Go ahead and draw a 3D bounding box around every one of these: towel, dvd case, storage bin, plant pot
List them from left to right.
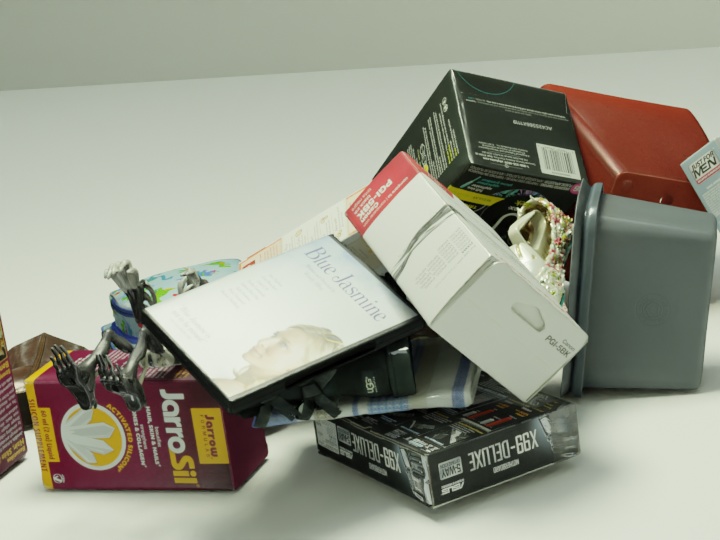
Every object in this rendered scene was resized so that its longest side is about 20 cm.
[{"bbox_3d":[-0.065,0.041,1.502,0.199,0.018,0.143,-22,44,-29],"label":"dvd case"},{"bbox_3d":[0.012,0.101,1.591,0.199,0.024,0.147,-8,17,11],"label":"towel"},{"bbox_3d":[0.288,-0.069,1.959,0.199,0.201,0.176,8,22,-20],"label":"plant pot"},{"bbox_3d":[0.269,0.021,1.713,0.134,0.201,0.146,7,17,9],"label":"storage bin"}]

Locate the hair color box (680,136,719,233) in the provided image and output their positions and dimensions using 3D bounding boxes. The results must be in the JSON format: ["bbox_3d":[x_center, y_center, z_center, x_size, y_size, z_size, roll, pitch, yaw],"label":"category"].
[{"bbox_3d":[0.429,-0.050,1.852,0.099,0.201,0.061,-20,-13,-39],"label":"hair color box"}]

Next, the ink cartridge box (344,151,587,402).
[{"bbox_3d":[0.090,0.004,1.552,0.083,0.147,0.200,-46,36,7],"label":"ink cartridge box"}]

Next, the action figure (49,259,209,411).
[{"bbox_3d":[-0.176,0.044,1.576,0.118,0.103,0.200,4,28,34],"label":"action figure"}]

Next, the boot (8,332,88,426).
[{"bbox_3d":[-0.381,0.115,1.901,0.185,0.065,0.200,3,17,-10],"label":"boot"}]

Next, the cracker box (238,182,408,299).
[{"bbox_3d":[0.000,0.000,1.711,0.199,0.134,0.058,-30,41,20],"label":"cracker box"}]

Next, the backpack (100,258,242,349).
[{"bbox_3d":[-0.166,0.079,1.776,0.182,0.148,0.200,-15,20,-13],"label":"backpack"}]

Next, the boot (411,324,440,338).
[{"bbox_3d":[0.136,0.028,1.771,0.199,0.064,0.186,8,39,47],"label":"boot"}]

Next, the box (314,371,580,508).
[{"bbox_3d":[0.073,0.140,1.583,0.157,0.050,0.200,-16,16,-29],"label":"box"}]

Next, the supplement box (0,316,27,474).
[{"bbox_3d":[-0.403,0.107,1.679,0.103,0.201,0.131,-3,16,17],"label":"supplement box"}]

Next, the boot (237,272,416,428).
[{"bbox_3d":[-0.035,0.066,1.570,0.162,0.074,0.198,-7,24,3],"label":"boot"}]

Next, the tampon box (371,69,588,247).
[{"bbox_3d":[0.125,-0.095,1.920,0.149,0.127,0.200,8,-37,-24],"label":"tampon box"}]

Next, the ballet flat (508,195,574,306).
[{"bbox_3d":[0.158,-0.007,1.677,0.075,0.064,0.200,-32,18,24],"label":"ballet flat"}]

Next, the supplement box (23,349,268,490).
[{"bbox_3d":[-0.197,0.137,1.643,0.199,0.111,0.086,-2,17,20],"label":"supplement box"}]

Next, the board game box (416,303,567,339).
[{"bbox_3d":[0.121,0.054,1.911,0.199,0.047,0.152,-7,15,4],"label":"board game box"}]
